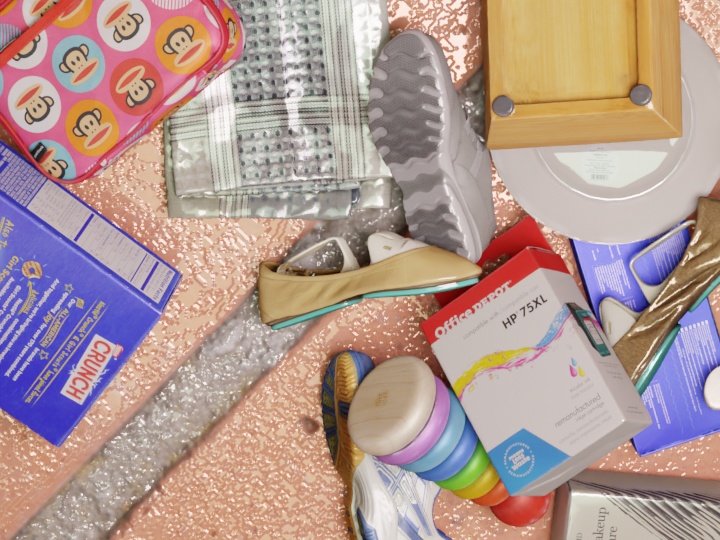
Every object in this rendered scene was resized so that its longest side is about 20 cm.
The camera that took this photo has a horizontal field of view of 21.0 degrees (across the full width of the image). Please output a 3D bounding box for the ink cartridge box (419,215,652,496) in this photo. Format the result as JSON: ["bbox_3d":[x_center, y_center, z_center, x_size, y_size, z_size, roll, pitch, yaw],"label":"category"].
[{"bbox_3d":[0.129,0.064,1.541,0.116,0.067,0.201,-36,69,21],"label":"ink cartridge box"}]

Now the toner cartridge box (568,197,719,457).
[{"bbox_3d":[0.243,0.044,1.610,0.094,0.043,0.201,-18,102,1],"label":"toner cartridge box"}]

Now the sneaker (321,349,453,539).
[{"bbox_3d":[0.025,0.157,1.622,0.088,0.075,0.202,-15,104,-17],"label":"sneaker"}]

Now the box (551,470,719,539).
[{"bbox_3d":[0.263,0.219,1.627,0.198,0.068,0.083,4,101,-3],"label":"box"}]

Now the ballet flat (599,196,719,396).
[{"bbox_3d":[0.238,0.024,1.556,0.072,0.068,0.201,37,101,12],"label":"ballet flat"}]

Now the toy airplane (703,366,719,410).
[{"bbox_3d":[0.405,0.071,1.572,0.198,0.141,0.201,30,99,-7],"label":"toy airplane"}]

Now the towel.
[{"bbox_3d":[-0.067,-0.138,1.566,0.191,0.035,0.202,-3,103,-2],"label":"towel"}]

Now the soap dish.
[{"bbox_3d":[0.166,-0.199,1.504,0.156,0.081,0.202,-2,88,16],"label":"soap dish"}]

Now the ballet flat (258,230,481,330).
[{"bbox_3d":[0.000,0.000,1.554,0.199,0.069,0.064,-13,88,26],"label":"ballet flat"}]

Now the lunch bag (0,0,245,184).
[{"bbox_3d":[-0.208,-0.186,1.520,0.200,0.082,0.176,-39,89,13],"label":"lunch bag"}]

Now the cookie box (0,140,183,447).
[{"bbox_3d":[-0.270,0.016,1.545,0.200,0.075,0.171,37,119,-8],"label":"cookie box"}]

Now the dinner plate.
[{"bbox_3d":[0.200,-0.122,1.561,0.198,0.024,0.202,0,89,3],"label":"dinner plate"}]

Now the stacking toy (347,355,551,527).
[{"bbox_3d":[0.081,0.151,1.581,0.085,0.085,0.200,-47,126,7],"label":"stacking toy"}]

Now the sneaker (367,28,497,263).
[{"bbox_3d":[0.062,-0.100,1.558,0.074,0.082,0.201,3,117,34],"label":"sneaker"}]
